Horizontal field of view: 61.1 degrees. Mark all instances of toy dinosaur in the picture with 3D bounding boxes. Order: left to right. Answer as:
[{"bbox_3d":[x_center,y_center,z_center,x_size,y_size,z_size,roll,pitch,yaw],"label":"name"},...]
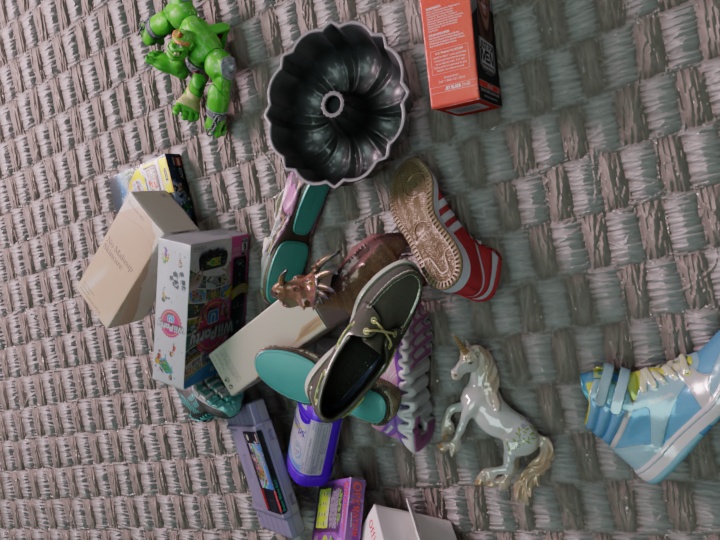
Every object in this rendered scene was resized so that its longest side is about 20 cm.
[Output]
[{"bbox_3d":[0.000,0.000,0.746,0.200,0.136,0.085,-46,36,-10],"label":"toy dinosaur"}]

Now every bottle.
[{"bbox_3d":[-0.058,0.199,0.864,0.084,0.064,0.205,-136,55,-63],"label":"bottle"}]

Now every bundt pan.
[{"bbox_3d":[-0.019,-0.203,0.779,0.197,0.075,0.207,0,89,25],"label":"bundt pan"}]

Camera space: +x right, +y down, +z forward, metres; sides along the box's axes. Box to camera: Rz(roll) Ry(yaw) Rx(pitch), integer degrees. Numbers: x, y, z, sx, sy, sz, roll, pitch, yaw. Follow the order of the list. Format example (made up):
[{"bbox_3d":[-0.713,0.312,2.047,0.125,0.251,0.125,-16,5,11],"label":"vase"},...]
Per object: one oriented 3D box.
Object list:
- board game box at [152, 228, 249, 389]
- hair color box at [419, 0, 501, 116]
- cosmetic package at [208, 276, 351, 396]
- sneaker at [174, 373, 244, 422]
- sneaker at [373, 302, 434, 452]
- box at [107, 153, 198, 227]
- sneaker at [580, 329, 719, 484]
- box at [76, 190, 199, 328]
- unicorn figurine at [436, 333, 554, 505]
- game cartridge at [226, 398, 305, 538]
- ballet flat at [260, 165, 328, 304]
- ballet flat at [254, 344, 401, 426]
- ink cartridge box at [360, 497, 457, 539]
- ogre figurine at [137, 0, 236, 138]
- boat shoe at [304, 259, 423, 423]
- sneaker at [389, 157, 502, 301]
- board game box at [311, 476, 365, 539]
[{"bbox_3d":[-0.230,0.049,0.894,0.063,0.147,0.205,11,103,22],"label":"board game box"},{"bbox_3d":[0.112,-0.287,0.694,0.060,0.101,0.205,-5,96,27],"label":"hair color box"},{"bbox_3d":[-0.109,0.089,0.863,0.199,0.105,0.072,-37,83,28],"label":"cosmetic package"},{"bbox_3d":[-0.234,0.197,0.947,0.198,0.076,0.093,16,118,52],"label":"sneaker"},{"bbox_3d":[0.046,0.135,0.808,0.087,0.080,0.205,5,101,34],"label":"sneaker"},{"bbox_3d":[-0.326,-0.070,0.986,0.134,0.038,0.205,-13,92,28],"label":"box"},{"bbox_3d":[0.318,0.120,0.663,0.129,0.079,0.203,34,110,17],"label":"sneaker"},{"bbox_3d":[-0.342,-0.017,0.936,0.095,0.077,0.201,45,114,15],"label":"box"},{"bbox_3d":[0.157,0.184,0.766,0.198,0.074,0.139,36,103,3],"label":"unicorn figurine"},{"bbox_3d":[-0.150,0.295,0.923,0.129,0.038,0.204,-21,87,61],"label":"game cartridge"},{"bbox_3d":[-0.103,-0.054,0.865,0.071,0.068,0.204,31,106,42],"label":"ballet flat"},{"bbox_3d":[-0.038,0.142,0.778,0.196,0.075,0.069,16,101,19],"label":"ballet flat"},{"bbox_3d":[0.052,0.415,0.789,0.123,0.129,0.203,18,111,-20],"label":"ink cartridge box"},{"bbox_3d":[-0.244,-0.308,0.882,0.120,0.097,0.203,-43,62,43],"label":"ogre figurine"},{"bbox_3d":[0.010,0.081,0.687,0.071,0.060,0.203,34,94,-18],"label":"boat shoe"},{"bbox_3d":[0.107,-0.047,0.761,0.071,0.111,0.203,-38,50,28],"label":"sneaker"},{"bbox_3d":[-0.038,0.391,0.826,0.120,0.032,0.204,136,145,-60],"label":"board game box"}]
